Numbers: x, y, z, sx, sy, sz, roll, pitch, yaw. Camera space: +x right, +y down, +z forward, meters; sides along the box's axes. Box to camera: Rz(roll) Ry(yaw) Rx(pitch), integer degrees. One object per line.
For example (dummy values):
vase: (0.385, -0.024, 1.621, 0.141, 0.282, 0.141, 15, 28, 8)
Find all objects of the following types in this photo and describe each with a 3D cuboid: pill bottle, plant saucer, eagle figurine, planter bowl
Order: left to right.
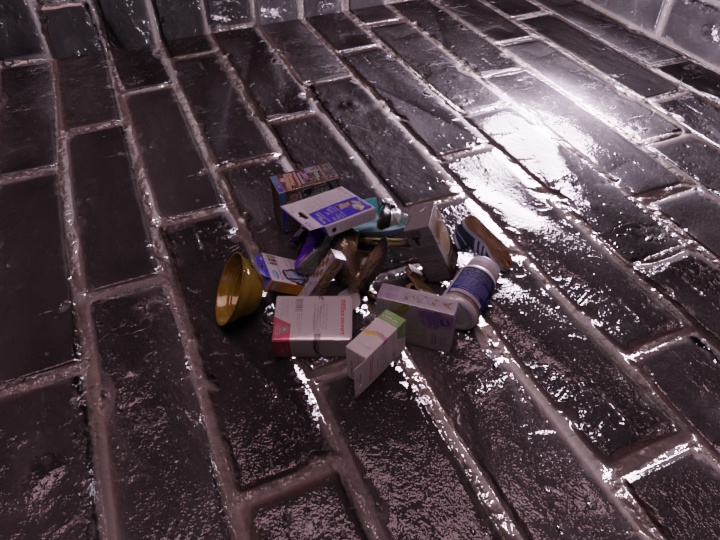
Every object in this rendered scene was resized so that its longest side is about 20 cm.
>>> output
planter bowl: (-0.315, 0.057, 1.641, 0.083, 0.201, 0.201, 15, 35, -29)
eagle figurine: (-0.001, -0.005, 1.655, 0.151, 0.200, 0.151, -14, 44, -10)
plant saucer: (0.050, -0.137, 1.883, 0.199, 0.028, 0.200, -3, 20, 1)
pill bottle: (0.295, 0.056, 1.647, 0.115, 0.116, 0.200, 21, 48, 22)

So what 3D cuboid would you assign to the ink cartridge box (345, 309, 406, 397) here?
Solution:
ink cartridge box: (0.026, 0.201, 1.494, 0.067, 0.117, 0.200, 28, 49, 29)

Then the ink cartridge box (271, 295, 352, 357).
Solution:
ink cartridge box: (-0.120, 0.144, 1.577, 0.199, 0.083, 0.147, 0, 48, 0)

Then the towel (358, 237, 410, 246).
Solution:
towel: (0.052, -0.083, 1.776, 0.143, 0.023, 0.200, 0, 3, -23)

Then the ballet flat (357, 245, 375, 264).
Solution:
ballet flat: (-0.013, -0.042, 1.787, 0.200, 0.066, 0.070, -1, 8, -43)

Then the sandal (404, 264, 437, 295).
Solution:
sandal: (0.154, 0.061, 1.693, 0.078, 0.070, 0.212, 28, 18, -22)

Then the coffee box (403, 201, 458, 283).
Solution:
coffee box: (0.201, -0.077, 1.722, 0.080, 0.200, 0.115, -11, 38, 28)

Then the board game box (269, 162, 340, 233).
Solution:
board game box: (-0.171, -0.230, 1.932, 0.199, 0.160, 0.097, -18, 45, -16)

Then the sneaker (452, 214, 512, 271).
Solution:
sneaker: (0.358, -0.064, 1.822, 0.070, 0.109, 0.200, -37, 84, -35)

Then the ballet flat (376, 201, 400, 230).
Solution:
ballet flat: (0.086, -0.168, 1.837, 0.068, 0.068, 0.200, 7, 21, 1)

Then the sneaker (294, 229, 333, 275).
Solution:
sneaker: (-0.142, -0.066, 1.740, 0.099, 0.070, 0.200, 20, 50, 26)

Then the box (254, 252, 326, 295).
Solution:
box: (-0.200, 0.015, 1.687, 0.200, 0.042, 0.119, 11, 33, -34)

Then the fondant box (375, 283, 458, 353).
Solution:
fondant box: (0.141, 0.122, 1.558, 0.199, 0.145, 0.058, 12, 44, 14)

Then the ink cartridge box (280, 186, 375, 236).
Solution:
ink cartridge box: (-0.091, -0.158, 1.675, 0.200, 0.044, 0.198, -20, 33, -22)

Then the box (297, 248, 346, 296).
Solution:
box: (-0.110, 0.031, 1.633, 0.041, 0.200, 0.039, 17, 30, -39)

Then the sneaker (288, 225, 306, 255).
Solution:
sneaker: (-0.133, -0.052, 1.827, 0.088, 0.074, 0.200, -44, 58, 2)

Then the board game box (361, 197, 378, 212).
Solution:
board game box: (-0.057, -0.176, 1.845, 0.199, 0.047, 0.151, -10, 3, -6)
